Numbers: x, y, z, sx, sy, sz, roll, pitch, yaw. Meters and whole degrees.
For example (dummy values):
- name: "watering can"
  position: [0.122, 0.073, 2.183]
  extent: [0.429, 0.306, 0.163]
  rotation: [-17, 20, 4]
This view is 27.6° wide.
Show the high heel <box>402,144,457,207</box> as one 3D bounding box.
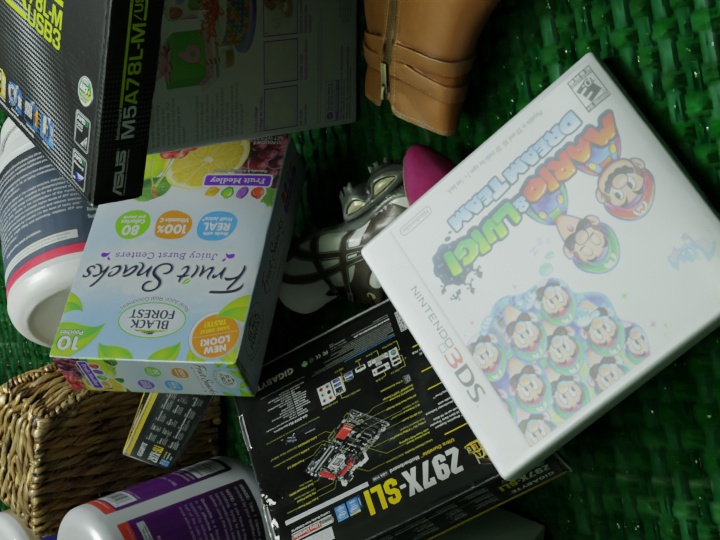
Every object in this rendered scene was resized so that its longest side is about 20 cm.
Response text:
- name: "high heel"
  position: [0.103, -0.027, 0.958]
  extent: [0.096, 0.067, 0.201]
  rotation: [-52, 57, 37]

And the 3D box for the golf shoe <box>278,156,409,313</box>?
- name: "golf shoe"
  position: [0.000, 0.000, 1.087]
  extent: [0.200, 0.077, 0.095]
  rotation: [-44, 67, 50]

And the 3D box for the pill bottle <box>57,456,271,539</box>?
- name: "pill bottle"
  position: [-0.149, 0.227, 1.245]
  extent: [0.112, 0.199, 0.113]
  rotation: [23, 120, 47]

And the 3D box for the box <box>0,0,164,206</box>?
- name: "box"
  position: [-0.198, -0.175, 0.982]
  extent: [0.200, 0.047, 0.194]
  rotation: [43, 134, 40]

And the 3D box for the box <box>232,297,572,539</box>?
- name: "box"
  position: [0.021, 0.105, 0.988]
  extent: [0.199, 0.049, 0.160]
  rotation: [-28, 56, 11]

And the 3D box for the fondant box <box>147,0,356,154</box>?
- name: "fondant box"
  position: [-0.095, -0.169, 1.053]
  extent: [0.058, 0.199, 0.146]
  rotation: [20, 116, 47]

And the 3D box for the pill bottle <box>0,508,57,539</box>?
- name: "pill bottle"
  position: [-0.245, 0.260, 1.381]
  extent: [0.119, 0.199, 0.121]
  rotation: [20, 116, 48]

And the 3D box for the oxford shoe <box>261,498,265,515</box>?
- name: "oxford shoe"
  position: [0.007, 0.112, 1.067]
  extent: [0.199, 0.071, 0.071]
  rotation: [-35, 51, 7]

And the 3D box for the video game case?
- name: "video game case"
  position: [0.118, -0.002, 0.903]
  extent: [0.200, 0.024, 0.183]
  rotation: [-40, 66, 18]

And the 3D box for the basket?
- name: "basket"
  position: [-0.245, 0.133, 1.339]
  extent: [0.149, 0.199, 0.144]
  rotation: [26, 118, 47]

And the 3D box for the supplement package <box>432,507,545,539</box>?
- name: "supplement package"
  position: [0.046, 0.272, 1.056]
  extent: [0.117, 0.117, 0.201]
  rotation: [19, 117, 25]

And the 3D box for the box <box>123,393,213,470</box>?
- name: "box"
  position: [-0.131, 0.052, 1.186]
  extent: [0.200, 0.049, 0.161]
  rotation: [124, 166, -59]

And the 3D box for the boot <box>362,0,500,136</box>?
- name: "boot"
  position: [0.066, -0.161, 0.959]
  extent: [0.200, 0.073, 0.156]
  rotation: [41, 131, 53]

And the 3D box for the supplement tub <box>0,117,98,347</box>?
- name: "supplement tub"
  position: [-0.253, -0.044, 1.314]
  extent: [0.140, 0.139, 0.201]
  rotation: [-51, 44, 47]

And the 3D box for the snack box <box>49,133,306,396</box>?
- name: "snack box"
  position: [-0.127, -0.008, 1.064]
  extent: [0.141, 0.201, 0.053]
  rotation: [0, 145, 17]
